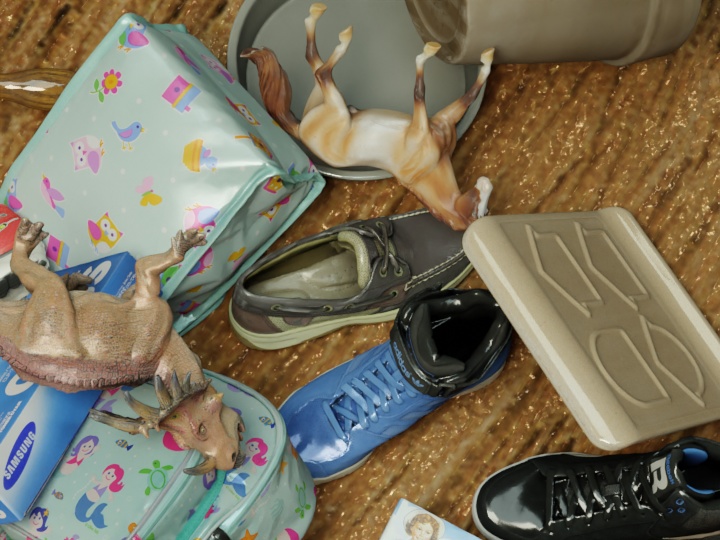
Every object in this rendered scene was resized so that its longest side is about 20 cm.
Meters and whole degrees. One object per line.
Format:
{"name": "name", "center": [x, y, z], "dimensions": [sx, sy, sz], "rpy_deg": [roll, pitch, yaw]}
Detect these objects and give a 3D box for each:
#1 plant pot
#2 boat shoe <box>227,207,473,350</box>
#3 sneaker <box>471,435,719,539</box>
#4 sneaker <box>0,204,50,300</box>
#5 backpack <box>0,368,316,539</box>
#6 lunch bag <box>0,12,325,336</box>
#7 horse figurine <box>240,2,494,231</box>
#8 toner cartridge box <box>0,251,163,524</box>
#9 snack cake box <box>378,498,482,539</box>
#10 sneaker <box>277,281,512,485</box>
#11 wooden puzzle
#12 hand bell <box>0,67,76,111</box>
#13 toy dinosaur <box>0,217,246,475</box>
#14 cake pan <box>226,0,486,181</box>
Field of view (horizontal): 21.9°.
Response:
{"name": "plant pot", "center": [0.126, -0.233, 1.364], "dimensions": [0.172, 0.200, 0.201], "rpy_deg": [-18, 69, -18]}
{"name": "boat shoe", "center": [0.000, 0.000, 1.341], "dimensions": [0.198, 0.065, 0.074], "rpy_deg": [-24, 69, -14]}
{"name": "sneaker", "center": [0.179, 0.145, 1.266], "dimensions": [0.198, 0.112, 0.074], "rpy_deg": [0, 67, -4]}
{"name": "sneaker", "center": [-0.313, 0.024, 1.304], "dimensions": [0.199, 0.077, 0.085], "rpy_deg": [-31, 64, -7]}
{"name": "backpack", "center": [-0.135, 0.154, 1.216], "dimensions": [0.177, 0.151, 0.200], "rpy_deg": [21, 54, 42]}
{"name": "lunch bag", "center": [-0.153, -0.051, 1.321], "dimensions": [0.170, 0.122, 0.200], "rpy_deg": [45, 106, 14]}
{"name": "horse figurine", "center": [0.010, -0.112, 1.333], "dimensions": [0.198, 0.134, 0.050], "rpy_deg": [15, 29, 7]}
{"name": "toner cartridge box", "center": [-0.213, 0.077, 1.205], "dimensions": [0.043, 0.094, 0.201], "rpy_deg": [51, 45, -25]}
{"name": "snack cake box", "center": [0.087, 0.252, 1.240], "dimensions": [0.199, 0.067, 0.116], "rpy_deg": [26, 69, 7]}
{"name": "sneaker", "center": [0.019, 0.074, 1.286], "dimensions": [0.198, 0.111, 0.077], "rpy_deg": [-25, 71, -13]}
{"name": "wooden puzzle", "center": [0.170, 0.041, 1.307], "dimensions": [0.199, 0.046, 0.186], "rpy_deg": [-9, 59, -51]}
{"name": "hand bell", "center": [-0.287, -0.139, 1.384], "dimensions": [0.198, 0.104, 0.105], "rpy_deg": [2, 66, -17]}
{"name": "toy dinosaur", "center": [-0.163, 0.048, 1.128], "dimensions": [0.198, 0.086, 0.137], "rpy_deg": [6, 57, 1]}
{"name": "cake pan", "center": [-0.003, -0.153, 1.420], "dimensions": [0.198, 0.037, 0.202], "rpy_deg": [1, 67, -3]}
